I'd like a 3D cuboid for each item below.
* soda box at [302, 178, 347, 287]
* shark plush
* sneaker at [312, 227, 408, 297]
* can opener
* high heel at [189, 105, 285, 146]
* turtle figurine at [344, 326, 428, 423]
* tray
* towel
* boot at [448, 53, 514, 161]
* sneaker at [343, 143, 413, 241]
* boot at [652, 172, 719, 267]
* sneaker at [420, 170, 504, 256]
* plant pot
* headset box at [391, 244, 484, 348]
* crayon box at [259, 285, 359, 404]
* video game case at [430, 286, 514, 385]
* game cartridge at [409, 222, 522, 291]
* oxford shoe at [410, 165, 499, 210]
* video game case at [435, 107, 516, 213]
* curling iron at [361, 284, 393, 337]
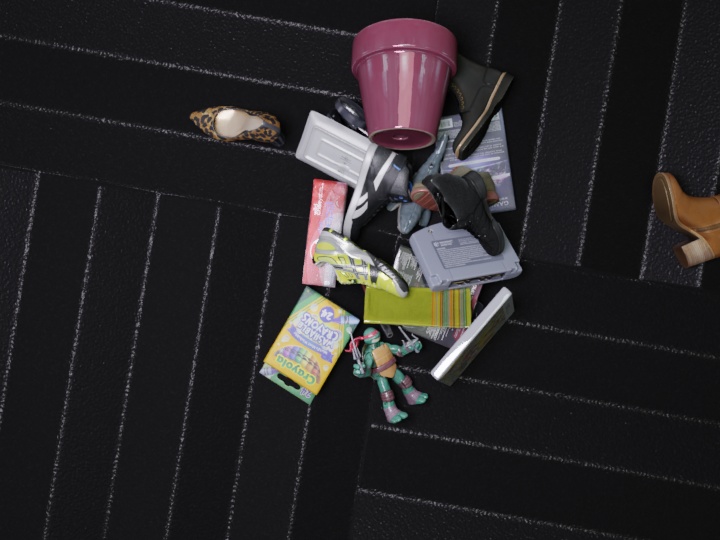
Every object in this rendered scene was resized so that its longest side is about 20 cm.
[{"bbox_3d":[-0.069,-0.071,1.248,0.068,0.063,0.205,7,90,0],"label":"soda box"},{"bbox_3d":[0.130,-0.160,1.232,0.090,0.083,0.201,37,93,0],"label":"shark plush"},{"bbox_3d":[0.000,0.000,1.179,0.198,0.075,0.077,32,92,15],"label":"sneaker"},{"bbox_3d":[0.012,-0.249,1.249,0.200,0.079,0.063,45,83,-9],"label":"can opener"},{"bbox_3d":[-0.242,-0.285,1.208,0.195,0.143,0.073,13,90,0],"label":"high heel"},{"bbox_3d":[0.051,0.179,1.229,0.148,0.100,0.203,-28,99,-16],"label":"turtle figurine"},{"bbox_3d":[-0.028,-0.217,1.241,0.197,0.022,0.109,27,125,1],"label":"tray"},{"bbox_3d":[0.105,0.064,1.169,0.195,0.018,0.087,3,48,2],"label":"towel"},{"bbox_3d":[0.192,-0.319,1.231,0.137,0.078,0.202,30,69,11],"label":"boot"},{"bbox_3d":[0.039,-0.127,1.207,0.110,0.073,0.203,21,121,6],"label":"sneaker"},{"bbox_3d":[0.666,-0.122,1.234,0.153,0.077,0.203,-26,93,2],"label":"boot"},{"bbox_3d":[0.185,-0.095,1.139,0.103,0.060,0.203,-34,115,-23],"label":"sneaker"},{"bbox_3d":[0.079,-0.327,1.169,0.195,0.200,0.184,1,83,0],"label":"plant pot"},{"bbox_3d":[0.140,0.056,1.240,0.196,0.075,0.152,20,91,1],"label":"headset box"},{"bbox_3d":[-0.102,0.150,1.255,0.124,0.052,0.203,30,91,0],"label":"crayon box"},{"bbox_3d":[0.214,0.129,1.190,0.023,0.182,0.201,41,90,20],"label":"video game case"},{"bbox_3d":[0.195,-0.034,1.208,0.196,0.041,0.135,-8,60,-21],"label":"game cartridge"},{"bbox_3d":[0.172,-0.158,1.204,0.197,0.070,0.076,0,73,-34],"label":"oxford shoe"},{"bbox_3d":[0.225,-0.211,1.268,0.139,0.019,0.205,-9,91,1],"label":"video game case"},{"bbox_3d":[0.013,0.056,1.211,0.049,0.026,0.201,-33,51,-3],"label":"curling iron"}]
